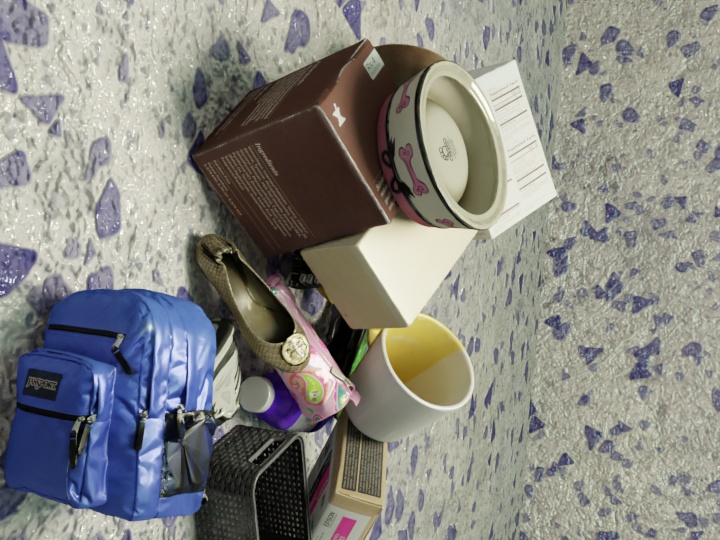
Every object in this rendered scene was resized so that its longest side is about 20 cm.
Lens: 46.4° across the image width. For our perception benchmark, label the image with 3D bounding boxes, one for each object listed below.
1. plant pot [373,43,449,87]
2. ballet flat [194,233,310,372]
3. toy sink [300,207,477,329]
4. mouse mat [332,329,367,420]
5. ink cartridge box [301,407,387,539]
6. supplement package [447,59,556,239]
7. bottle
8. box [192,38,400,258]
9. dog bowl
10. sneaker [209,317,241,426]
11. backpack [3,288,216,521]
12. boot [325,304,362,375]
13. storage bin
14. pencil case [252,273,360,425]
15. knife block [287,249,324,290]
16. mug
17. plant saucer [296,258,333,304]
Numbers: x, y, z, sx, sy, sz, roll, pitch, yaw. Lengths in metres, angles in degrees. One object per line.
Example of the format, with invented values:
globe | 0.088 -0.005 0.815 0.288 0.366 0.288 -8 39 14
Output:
plant pot | 0.056 -0.209 1.294 0.187 0.186 0.201 48 43 -60
ballet flat | -0.124 0.038 1.002 0.067 0.046 0.200 -40 99 -35
toy sink | 0.039 -0.040 1.068 0.200 0.112 0.131 -52 121 -34
mouse mat | -0.010 0.158 1.320 0.200 0.007 0.162 88 22 -77
ink cartridge box | -0.028 0.324 1.215 0.165 0.075 0.201 -83 -166 -54
supplement package | 0.146 -0.163 1.175 0.150 0.151 0.201 -32 109 -32
bottle | -0.101 0.181 1.172 0.084 0.065 0.200 -60 154 1
box | -0.056 -0.142 1.014 0.165 0.199 0.166 57 40 -25
dog bowl | 0.094 -0.138 0.985 0.200 0.074 0.201 21 63 -50
sneaker | -0.185 0.159 0.969 0.201 0.075 0.116 -62 146 -48
backpack | -0.221 0.114 0.768 0.168 0.162 0.201 22 75 -63
boot | -0.017 0.077 1.307 0.132 0.069 0.201 86 11 -78
storage bin | -0.137 0.318 1.089 0.135 0.093 0.201 -36 126 -61
pencil case | -0.083 0.103 1.089 0.200 0.087 0.087 57 33 -9
knife block | 0.000 0.000 1.142 0.176 0.199 0.064 -161 -105 -84
mug | 0.059 0.149 1.169 0.153 0.149 0.187 -49 -173 40
plant saucer | -0.060 -0.085 1.254 0.200 0.048 0.201 63 38 -49
